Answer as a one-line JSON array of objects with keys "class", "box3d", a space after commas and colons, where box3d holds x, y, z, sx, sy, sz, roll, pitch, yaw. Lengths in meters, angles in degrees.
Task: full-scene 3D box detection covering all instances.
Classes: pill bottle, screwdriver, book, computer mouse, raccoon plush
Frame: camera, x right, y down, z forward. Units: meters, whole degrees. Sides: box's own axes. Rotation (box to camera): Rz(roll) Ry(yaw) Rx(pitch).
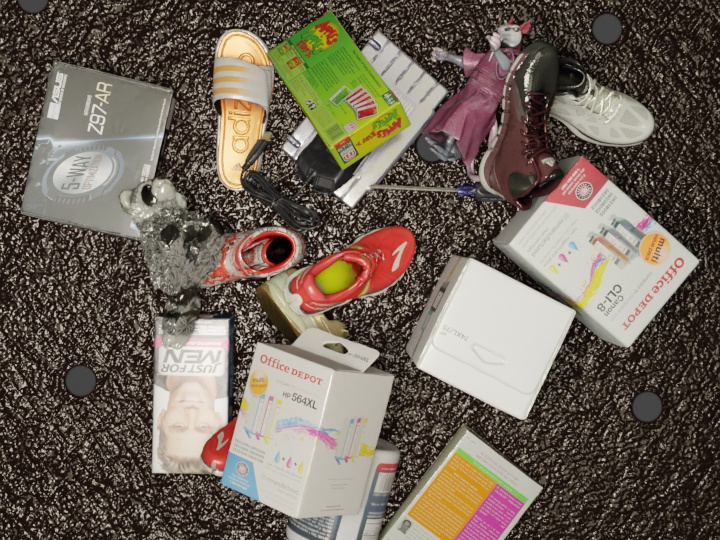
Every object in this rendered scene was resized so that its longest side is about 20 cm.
[{"class": "pill bottle", "box3d": [-0.030, 0.310, 1.515, 0.119, 0.120, 0.202, 16, 92, -2]}, {"class": "screwdriver", "box3d": [0.109, -0.105, 1.544, 0.198, 0.029, 0.028, 2, 89, -4]}, {"class": "book", "box3d": [0.128, 0.324, 1.557, 0.133, 0.048, 0.200, 38, 92, -5]}, {"class": "computer mouse", "box3d": [-0.060, -0.150, 1.507, 0.140, 0.046, 0.201, 31, 82, 21]}, {"class": "raccoon plush", "box3d": [-0.256, -0.018, 1.473, 0.134, 0.096, 0.201, 31, 105, 37]}]

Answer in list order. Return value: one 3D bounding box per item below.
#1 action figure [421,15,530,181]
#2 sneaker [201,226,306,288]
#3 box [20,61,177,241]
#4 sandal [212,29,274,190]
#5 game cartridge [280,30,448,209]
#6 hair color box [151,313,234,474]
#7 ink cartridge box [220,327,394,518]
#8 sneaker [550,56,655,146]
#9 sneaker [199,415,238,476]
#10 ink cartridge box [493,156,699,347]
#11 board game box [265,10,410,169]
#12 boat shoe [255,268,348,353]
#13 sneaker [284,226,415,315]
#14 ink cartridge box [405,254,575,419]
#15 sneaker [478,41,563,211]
[{"class": "action figure", "box3d": [0.161, -0.223, 1.476, 0.149, 0.134, 0.201, 34, 92, -26]}, {"class": "sneaker", "box3d": [-0.168, -0.017, 1.505, 0.200, 0.108, 0.068, -11, 92, -1]}, {"class": "box", "box3d": [-0.336, -0.153, 1.528, 0.159, 0.044, 0.202, 14, 92, -3]}, {"class": "sandal", "box3d": [-0.151, -0.207, 1.522, 0.078, 0.059, 0.209, 1, 92, -2]}, {"class": "game cartridge", "box3d": [0.007, -0.194, 1.541, 0.129, 0.038, 0.200, 40, 90, -6]}, {"class": "hair color box", "box3d": [-0.216, 0.159, 1.534, 0.099, 0.061, 0.202, 1, 93, -1]}, {"class": "ink cartridge box", "box3d": [-0.060, 0.175, 1.405, 0.128, 0.125, 0.202, 15, 93, 36]}, {"class": "sneaker", "box3d": [0.290, -0.212, 1.506, 0.199, 0.115, 0.076, 20, 91, -2]}, {"class": "sneaker", "box3d": [-0.128, 0.182, 1.483, 0.077, 0.200, 0.085, 25, 130, 28]}, {"class": "ink cartridge box", "box3d": [0.295, -0.023, 1.498, 0.200, 0.145, 0.146, 40, 90, -3]}, {"class": "board game box", "box3d": [-0.030, -0.227, 1.474, 0.101, 0.048, 0.201, -33, 53, 0]}, {"class": "boat shoe", "box3d": [-0.051, 0.085, 1.530, 0.066, 0.074, 0.201, -39, 100, -23]}, {"class": "sneaker", "box3d": [0.000, 0.000, 1.490, 0.199, 0.085, 0.077, -30, 90, -29]}, {"class": "ink cartridge box", "box3d": [0.156, 0.077, 1.470, 0.146, 0.200, 0.147, 26, 91, -3]}, {"class": "sneaker", "box3d": [0.216, -0.163, 1.419, 0.075, 0.116, 0.201, -2, 121, -29]}]
